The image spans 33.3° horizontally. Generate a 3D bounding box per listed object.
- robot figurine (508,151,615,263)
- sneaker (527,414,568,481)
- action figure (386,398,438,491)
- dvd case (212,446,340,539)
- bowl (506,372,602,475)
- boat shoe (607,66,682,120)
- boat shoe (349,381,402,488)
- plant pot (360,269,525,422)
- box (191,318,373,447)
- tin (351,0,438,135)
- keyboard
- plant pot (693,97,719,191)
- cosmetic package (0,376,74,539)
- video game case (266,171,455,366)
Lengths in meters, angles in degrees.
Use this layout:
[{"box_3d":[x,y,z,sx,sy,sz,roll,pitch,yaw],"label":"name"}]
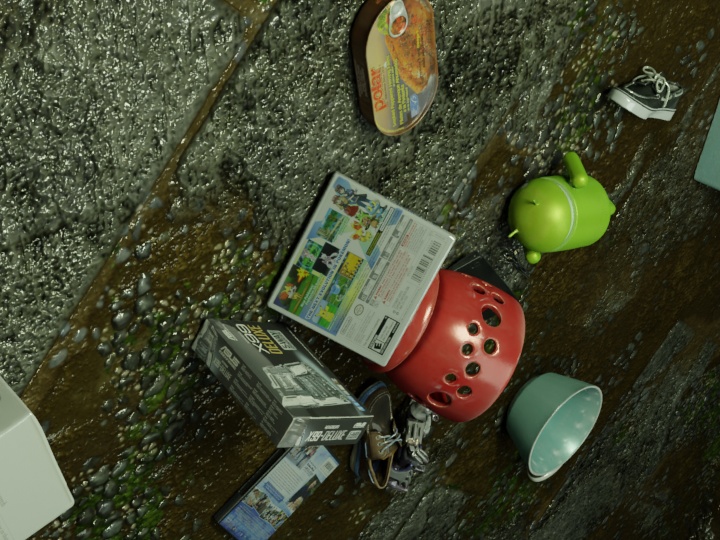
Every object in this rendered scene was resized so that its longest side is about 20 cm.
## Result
[{"box_3d":[0.312,-0.090,1.882,0.198,0.116,0.176,-10,140,-44],"label":"robot figurine"},{"box_3d":[0.383,0.317,2.373,0.201,0.070,0.099,-52,144,-10],"label":"sneaker"},{"box_3d":[0.091,0.276,1.978,0.131,0.069,0.201,-62,171,-45],"label":"action figure"},{"box_3d":[-0.125,0.334,1.842,0.200,0.018,0.143,-45,144,-9],"label":"dvd case"},{"box_3d":[0.350,0.272,2.258,0.200,0.105,0.203,-29,139,-28],"label":"bowl"},{"box_3d":[0.462,-0.283,1.919,0.198,0.074,0.069,0,125,-49],"label":"boat shoe"},{"box_3d":[0.032,0.263,1.912,0.072,0.072,0.202,-27,138,-30],"label":"boat shoe"},{"box_3d":[0.105,0.092,1.710,0.181,0.201,0.202,25,103,-22],"label":"plant pot"},{"box_3d":[-0.101,0.142,1.541,0.157,0.200,0.050,9,119,-51],"label":"box"},{"box_3d":[0.042,-0.259,1.492,0.112,0.042,0.201,-38,143,-26],"label":"tin"},{"box_3d":[0.211,0.014,1.917,0.126,0.021,0.200,-29,148,12],"label":"keyboard"},{"box_3d":[0.774,-0.229,2.219,0.195,0.199,0.198,-22,135,-36],"label":"plant pot"},{"box_3d":[-0.436,0.206,1.242,0.199,0.164,0.166,-35,142,-24],"label":"cosmetic package"},{"box_3d":[0.000,0.000,1.578,0.202,0.181,0.022,-61,-173,14],"label":"video game case"}]
